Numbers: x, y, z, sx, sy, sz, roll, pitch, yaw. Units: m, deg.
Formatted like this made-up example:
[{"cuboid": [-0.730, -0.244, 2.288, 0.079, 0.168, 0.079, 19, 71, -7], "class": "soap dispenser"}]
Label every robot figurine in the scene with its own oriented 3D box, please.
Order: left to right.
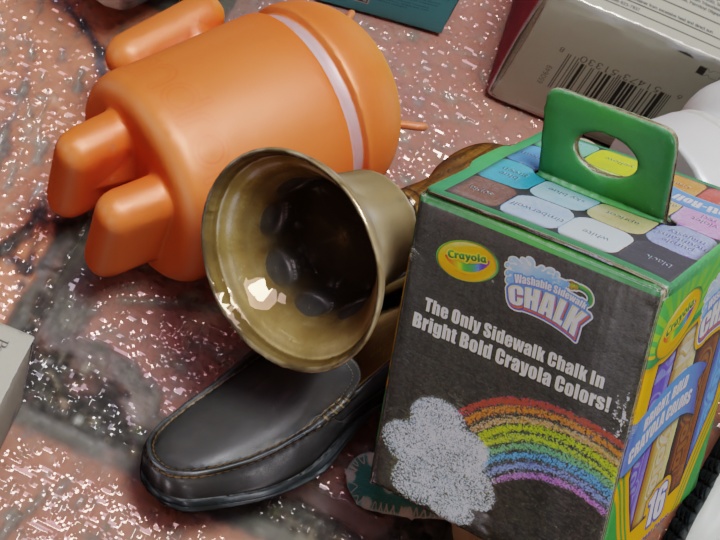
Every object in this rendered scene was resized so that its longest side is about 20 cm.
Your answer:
[{"cuboid": [-0.061, -0.067, 0.869, 0.199, 0.117, 0.144, -28, 35, -27], "class": "robot figurine"}]

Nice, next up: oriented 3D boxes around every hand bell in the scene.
[{"cuboid": [0.025, -0.030, 0.827, 0.104, 0.104, 0.200, 51, 38, 12], "class": "hand bell"}]

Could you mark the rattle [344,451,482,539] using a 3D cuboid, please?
[{"cuboid": [0.087, 0.132, 0.800, 0.130, 0.143, 0.201, -26, 78, -11], "class": "rattle"}]

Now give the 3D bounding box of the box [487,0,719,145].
[{"cuboid": [0.169, -0.185, 1.003, 0.127, 0.109, 0.201, 22, 59, -5], "class": "box"}]

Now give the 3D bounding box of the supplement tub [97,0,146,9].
[{"cuboid": [-0.082, -0.240, 0.929, 0.199, 0.123, 0.123, -32, 76, -17], "class": "supplement tub"}]

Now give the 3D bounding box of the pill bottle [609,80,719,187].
[{"cuboid": [0.233, -0.054, 0.874, 0.199, 0.114, 0.114, -18, 70, -23], "class": "pill bottle"}]

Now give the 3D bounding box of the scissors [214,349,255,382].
[{"cuboid": [0.000, 0.000, 0.909, 0.199, 0.014, 0.073, -25, 47, -12], "class": "scissors"}]

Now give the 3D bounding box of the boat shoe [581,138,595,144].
[{"cuboid": [0.119, 0.020, 0.901, 0.069, 0.074, 0.201, -3, 65, -25], "class": "boat shoe"}]

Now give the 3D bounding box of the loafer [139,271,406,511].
[{"cuboid": [-0.022, 0.049, 0.832, 0.199, 0.073, 0.073, -29, 53, -26], "class": "loafer"}]

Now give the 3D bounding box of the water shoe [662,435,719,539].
[{"cuboid": [0.229, 0.094, 0.863, 0.079, 0.072, 0.201, 31, 97, 2], "class": "water shoe"}]

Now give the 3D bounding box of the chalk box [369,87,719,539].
[{"cuboid": [0.099, 0.016, 0.766, 0.124, 0.201, 0.124, 24, 29, 26], "class": "chalk box"}]

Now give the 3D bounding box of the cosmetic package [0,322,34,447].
[{"cuboid": [-0.261, 0.049, 0.762, 0.199, 0.087, 0.104, 22, 58, -5], "class": "cosmetic package"}]

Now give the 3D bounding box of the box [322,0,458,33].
[{"cuboid": [0.030, -0.246, 1.027, 0.082, 0.049, 0.201, 14, 60, -8], "class": "box"}]
